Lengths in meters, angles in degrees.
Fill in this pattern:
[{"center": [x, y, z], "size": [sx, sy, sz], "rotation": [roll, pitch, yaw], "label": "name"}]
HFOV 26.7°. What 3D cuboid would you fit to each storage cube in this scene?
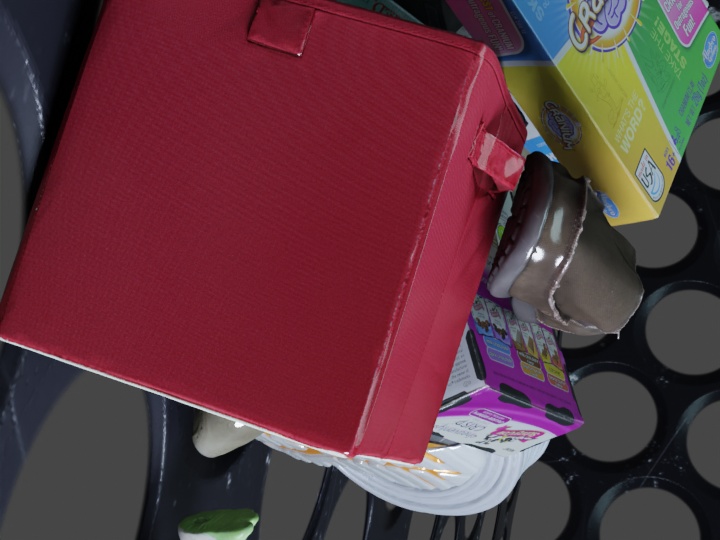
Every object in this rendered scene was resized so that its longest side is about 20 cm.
[{"center": [-0.035, -0.021, 0.710], "size": [0.171, 0.198, 0.182], "rotation": [34, 75, -76], "label": "storage cube"}]

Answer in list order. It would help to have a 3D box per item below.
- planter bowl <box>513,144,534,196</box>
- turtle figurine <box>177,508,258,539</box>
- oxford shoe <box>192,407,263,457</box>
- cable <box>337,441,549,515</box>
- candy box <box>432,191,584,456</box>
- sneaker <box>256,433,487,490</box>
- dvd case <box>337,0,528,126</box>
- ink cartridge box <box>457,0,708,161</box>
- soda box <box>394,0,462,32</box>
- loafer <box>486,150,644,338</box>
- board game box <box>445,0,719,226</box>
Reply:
[{"center": [0.073, -0.097, 1.147], "size": [0.134, 0.199, 0.203], "rotation": [31, 69, -48], "label": "planter bowl"}, {"center": [-0.061, 0.249, 0.868], "size": [0.200, 0.143, 0.196], "rotation": [18, -58, 63], "label": "turtle figurine"}, {"center": [-0.067, 0.049, 0.950], "size": [0.075, 0.070, 0.200], "rotation": [-45, -175, 19], "label": "oxford shoe"}, {"center": [0.039, 0.085, 1.078], "size": [0.069, 0.198, 0.202], "rotation": [-51, 149, -44], "label": "cable"}, {"center": [0.052, -0.003, 0.881], "size": [0.136, 0.061, 0.202], "rotation": [25, 46, -56], "label": "candy box"}, {"center": [0.002, 0.087, 0.972], "size": [0.078, 0.199, 0.078], "rotation": [37, 70, -42], "label": "sneaker"}, {"center": [0.023, -0.132, 0.855], "size": [0.022, 0.146, 0.200], "rotation": [-53, 169, 7], "label": "dvd case"}, {"center": [0.121, -0.185, 1.045], "size": [0.147, 0.199, 0.084], "rotation": [-59, -160, -19], "label": "ink cartridge box"}, {"center": [0.035, -0.233, 0.864], "size": [0.068, 0.063, 0.201], "rotation": [-44, 145, -20], "label": "soda box"}, {"center": [0.112, -0.008, 0.771], "size": [0.200, 0.070, 0.074], "rotation": [33, 75, -76], "label": "loafer"}, {"center": [0.130, -0.150, 0.871], "size": [0.200, 0.040, 0.154], "rotation": [49, 52, -31], "label": "board game box"}]
